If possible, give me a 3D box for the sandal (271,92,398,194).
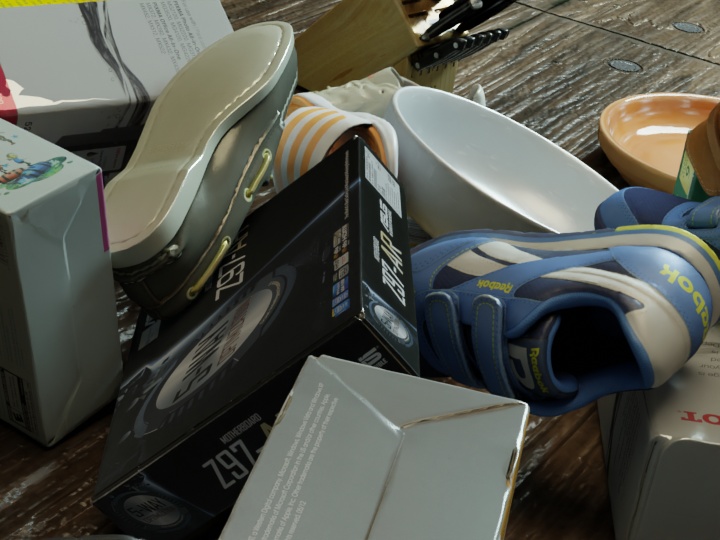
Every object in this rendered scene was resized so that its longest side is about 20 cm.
[{"bbox_3d":[-0.033,-0.067,0.953,0.059,0.079,0.207,-3,16,-21],"label":"sandal"}]

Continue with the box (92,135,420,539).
[{"bbox_3d":[-0.048,0.030,0.747,0.044,0.160,0.200,48,19,-22],"label":"box"}]

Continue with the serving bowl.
[{"bbox_3d":[0.093,-0.040,0.969,0.200,0.066,0.200,26,20,-11],"label":"serving bowl"}]

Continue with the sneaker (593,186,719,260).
[{"bbox_3d":[0.213,-0.012,0.779,0.200,0.082,0.074,27,34,35],"label":"sneaker"}]

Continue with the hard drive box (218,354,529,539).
[{"bbox_3d":[-0.010,0.153,0.464,0.077,0.200,0.156,13,29,8],"label":"hard drive box"}]

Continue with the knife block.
[{"bbox_3d":[0.028,-0.209,1.179,0.200,0.176,0.064,30,34,36],"label":"knife block"}]

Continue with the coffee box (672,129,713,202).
[{"bbox_3d":[0.295,-0.019,0.953,0.199,0.123,0.044,5,29,-2],"label":"coffee box"}]

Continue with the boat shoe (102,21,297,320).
[{"bbox_3d":[-0.083,-0.061,0.824,0.072,0.060,0.202,-2,43,31],"label":"boat shoe"}]

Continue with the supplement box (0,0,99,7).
[{"bbox_3d":[-0.237,-0.137,1.046,0.200,0.109,0.110,-8,32,-28],"label":"supplement box"}]

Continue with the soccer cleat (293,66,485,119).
[{"bbox_3d":[-0.005,-0.116,1.101,0.199,0.078,0.069,7,28,-2],"label":"soccer cleat"}]

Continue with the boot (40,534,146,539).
[{"bbox_3d":[-0.154,0.163,0.556,0.199,0.070,0.132,-4,35,-14],"label":"boot"}]

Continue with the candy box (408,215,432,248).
[{"bbox_3d":[0.000,0.000,0.924,0.102,0.026,0.200,6,23,0],"label":"candy box"}]

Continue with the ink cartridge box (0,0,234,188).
[{"bbox_3d":[-0.178,-0.085,0.907,0.200,0.145,0.083,-10,59,-30],"label":"ink cartridge box"}]

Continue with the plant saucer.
[{"bbox_3d":[0.281,-0.084,1.162,0.200,0.038,0.200,7,28,-4],"label":"plant saucer"}]

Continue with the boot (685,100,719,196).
[{"bbox_3d":[0.269,-0.027,0.819,0.077,0.155,0.200,-39,91,-26],"label":"boot"}]

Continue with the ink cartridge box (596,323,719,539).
[{"bbox_3d":[0.205,0.077,0.788,0.145,0.084,0.200,9,27,0],"label":"ink cartridge box"}]

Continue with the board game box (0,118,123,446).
[{"bbox_3d":[-0.219,-0.017,0.778,0.200,0.148,0.064,25,42,28],"label":"board game box"}]

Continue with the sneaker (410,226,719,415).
[{"bbox_3d":[0.075,0.027,0.736,0.200,0.074,0.082,-9,29,34],"label":"sneaker"}]
